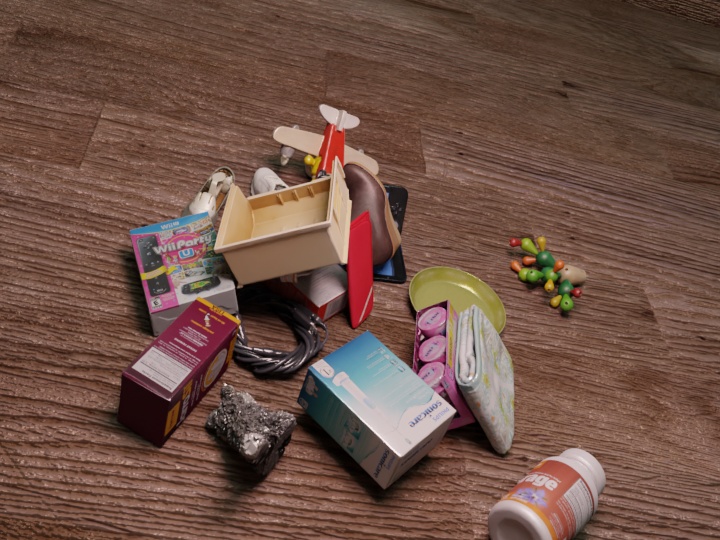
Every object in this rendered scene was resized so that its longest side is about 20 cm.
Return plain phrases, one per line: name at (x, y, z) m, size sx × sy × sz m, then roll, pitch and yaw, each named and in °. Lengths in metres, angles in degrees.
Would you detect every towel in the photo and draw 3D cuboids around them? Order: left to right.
towel at (0.215, 0.178, 1.423) m, size 0.048 × 0.172 × 0.201 m, roll -19°, pitch 32°, yaw 24°

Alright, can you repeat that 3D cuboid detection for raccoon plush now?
raccoon plush at (-0.171, 0.212, 1.207) m, size 0.133 × 0.201 × 0.097 m, roll 30°, pitch 72°, yaw 13°

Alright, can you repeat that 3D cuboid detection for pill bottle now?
pill bottle at (0.290, 0.356, 1.280) m, size 0.112 × 0.113 × 0.199 m, roll 40°, pitch 43°, yaw 23°

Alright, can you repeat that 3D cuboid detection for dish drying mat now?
dish drying mat at (0.000, 0.000, 1.497) m, size 0.018 × 0.203 × 0.077 m, roll 16°, pitch 35°, yaw 28°

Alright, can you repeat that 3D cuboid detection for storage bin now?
storage bin at (-0.122, -0.086, 1.410) m, size 0.197 × 0.095 × 0.200 m, roll -13°, pitch 40°, yaw 14°

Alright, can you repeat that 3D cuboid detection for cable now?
cable at (-0.163, 0.101, 1.436) m, size 0.198 × 0.051 × 0.163 m, roll 32°, pitch 48°, yaw 17°

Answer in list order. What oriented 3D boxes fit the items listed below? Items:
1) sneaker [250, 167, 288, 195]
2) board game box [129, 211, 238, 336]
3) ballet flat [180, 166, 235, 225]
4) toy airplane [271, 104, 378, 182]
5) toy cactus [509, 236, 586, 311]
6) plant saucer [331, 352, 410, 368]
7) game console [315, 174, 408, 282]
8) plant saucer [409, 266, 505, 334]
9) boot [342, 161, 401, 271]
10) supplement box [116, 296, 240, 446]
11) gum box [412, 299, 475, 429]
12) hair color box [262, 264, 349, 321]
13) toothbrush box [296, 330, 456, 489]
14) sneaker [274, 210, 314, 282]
sneaker at (-0.170, -0.152, 1.688) m, size 0.075 × 0.081 × 0.201 m, roll -2°, pitch 43°, yaw -22°
board game box at (-0.305, 0.001, 1.441) m, size 0.145 × 0.065 × 0.201 m, roll -15°, pitch 48°, yaw -14°
ballet flat at (-0.296, -0.137, 1.629) m, size 0.066 × 0.064 × 0.201 m, roll 20°, pitch 40°, yaw 0°
toy airplane at (-0.075, -0.247, 1.789) m, size 0.199 × 0.141 × 0.202 m, roll -38°, pitch 99°, yaw -33°
toy cactus at (0.410, 0.000, 1.764) m, size 0.163 × 0.103 × 0.200 m, roll 3°, pitch 33°, yaw -35°
plant saucer at (0.015, 0.212, 1.387) m, size 0.197 × 0.036 × 0.202 m, roll 12°, pitch 41°, yaw -11°
game console at (0.002, -0.083, 1.660) m, size 0.196 × 0.174 × 0.118 m, roll 7°, pitch 14°, yaw -16°
plant saucer at (0.183, 0.072, 1.622) m, size 0.197 × 0.031 × 0.202 m, roll 12°, pitch 39°, yaw -10°
boot at (-0.007, -0.098, 1.584) m, size 0.166 × 0.072 × 0.202 m, roll -35°, pitch 96°, yaw -50°
supplement box at (-0.273, 0.149, 1.276) m, size 0.085 × 0.111 × 0.200 m, roll 27°, pitch 40°, yaw 9°
gum box at (0.143, 0.163, 1.423) m, size 0.114 × 0.065 × 0.201 m, roll 56°, pitch 25°, yaw -29°
hair color box at (-0.113, 0.005, 1.547) m, size 0.200 × 0.064 × 0.110 m, roll 42°, pitch 46°, yaw 22°
toothbrush box at (0.024, 0.210, 1.298) m, size 0.199 × 0.086 × 0.146 m, roll 39°, pitch 42°, yaw 22°
sneaker at (-0.095, -0.049, 1.502) m, size 0.078 × 0.079 × 0.201 m, roll 22°, pitch 53°, yaw 20°
